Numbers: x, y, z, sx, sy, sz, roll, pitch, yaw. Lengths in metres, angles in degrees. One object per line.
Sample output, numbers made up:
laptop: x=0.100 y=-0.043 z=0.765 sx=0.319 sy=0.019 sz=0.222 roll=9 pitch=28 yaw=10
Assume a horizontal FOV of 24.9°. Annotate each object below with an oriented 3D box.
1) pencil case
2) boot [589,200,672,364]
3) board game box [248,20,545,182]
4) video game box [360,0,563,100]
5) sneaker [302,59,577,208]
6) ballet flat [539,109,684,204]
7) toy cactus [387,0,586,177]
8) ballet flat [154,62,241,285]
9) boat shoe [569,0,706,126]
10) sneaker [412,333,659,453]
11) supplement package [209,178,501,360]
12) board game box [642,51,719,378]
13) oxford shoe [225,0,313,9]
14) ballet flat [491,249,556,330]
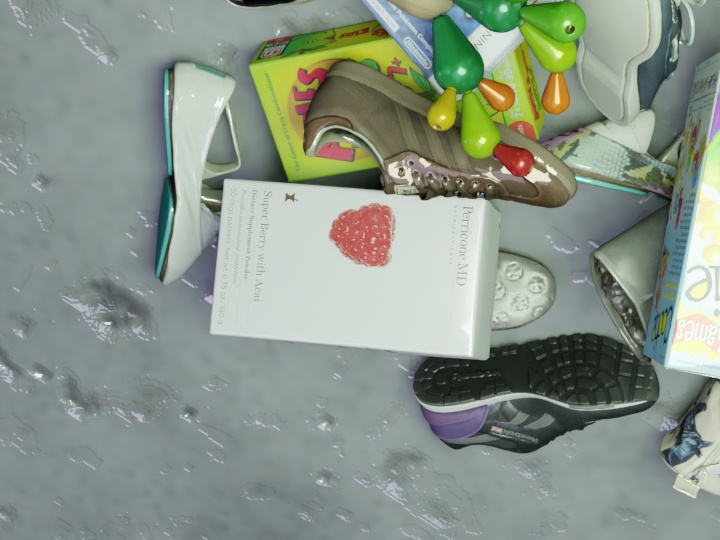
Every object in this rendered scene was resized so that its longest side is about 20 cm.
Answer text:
pencil case: x=0.313 y=0.092 z=1.268 sx=0.078 sy=0.089 sz=0.200 roll=27 pitch=123 yaw=-3
boot: x=0.245 y=-0.055 z=1.143 sx=0.200 sy=0.073 sz=0.182 roll=-27 pitch=104 yaw=-5
board game box: x=0.028 y=-0.135 z=1.221 sx=0.200 sy=0.048 sz=0.102 roll=-9 pitch=119 yaw=19
video game box: x=0.061 y=-0.246 z=1.105 sx=0.200 sy=0.047 sz=0.182 roll=49 pitch=122 yaw=6
sneaker: x=0.053 y=-0.076 z=1.161 sx=0.200 sy=0.076 sz=0.070 roll=25 pitch=168 yaw=12
ballet flat: x=0.224 y=-0.078 z=1.204 sx=0.200 sy=0.069 sz=0.071 roll=18 pitch=100 yaw=-6
toy cactus: x=0.067 y=-0.171 z=1.057 sx=0.165 sy=0.102 sz=0.200 roll=24 pitch=128 yaw=31
ballet flat: x=-0.129 y=-0.071 z=1.296 sx=0.069 sy=0.069 sz=0.200 roll=12 pitch=123 yaw=7
boat shoe: x=0.189 y=-0.166 z=1.098 sx=0.075 sy=0.062 sz=0.200 roll=43 pitch=168 yaw=24
sneaker: x=0.150 y=0.108 z=1.342 sx=0.200 sy=0.076 sz=0.088 roll=-2 pitch=136 yaw=19
supplement package: x=0.000 y=0.000 z=1.244 sx=0.200 sy=0.120 sz=0.121 roll=4 pitch=87 yaw=11
board game box: x=0.257 y=-0.030 z=1.053 sx=0.103 sy=0.105 sz=0.200 roll=10 pitch=92 yaw=2
oxford shoe: x=-0.087 y=-0.221 z=1.144 sx=0.200 sy=0.075 sz=0.071 roll=8 pitch=124 yaw=44
ballet flat: x=0.060 y=0.021 z=1.318 sx=0.200 sy=0.046 sz=0.068 roll=-7 pitch=86 yaw=12
